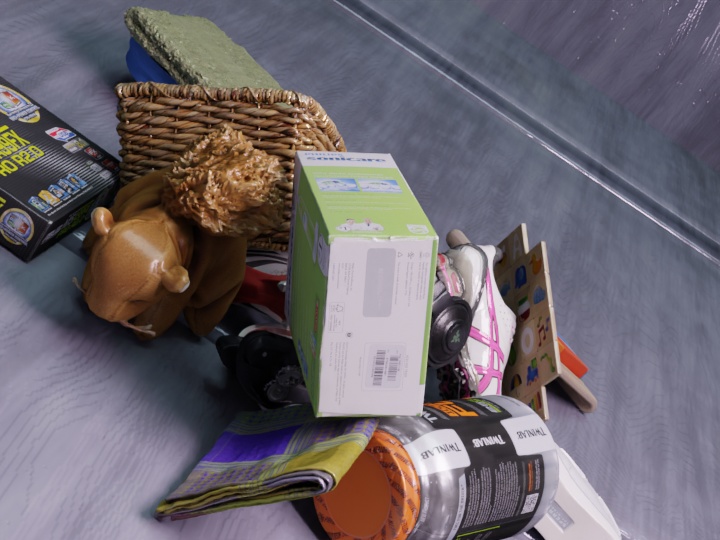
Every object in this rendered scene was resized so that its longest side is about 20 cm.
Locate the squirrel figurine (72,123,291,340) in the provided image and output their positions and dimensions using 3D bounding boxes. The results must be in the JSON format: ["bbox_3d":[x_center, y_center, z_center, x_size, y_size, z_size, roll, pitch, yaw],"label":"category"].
[{"bbox_3d":[-0.153,-0.036,1.257,0.141,0.200,0.187,43,10,5],"label":"squirrel figurine"}]

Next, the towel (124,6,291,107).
[{"bbox_3d":[-0.159,-0.216,1.664,0.200,0.037,0.148,46,24,24],"label":"towel"}]

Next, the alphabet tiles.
[{"bbox_3d":[0.149,0.064,1.500,0.006,0.166,0.201,4,66,-20],"label":"alphabet tiles"}]

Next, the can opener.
[{"bbox_3d":[-0.027,0.095,1.297,0.199,0.064,0.079,22,25,-30],"label":"can opener"}]

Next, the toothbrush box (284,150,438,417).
[{"bbox_3d":[-0.005,0.006,1.192,0.086,0.147,0.200,0,21,-11],"label":"toothbrush box"}]

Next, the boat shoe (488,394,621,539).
[{"bbox_3d":[0.176,0.196,1.423,0.200,0.072,0.068,45,14,5],"label":"boat shoe"}]

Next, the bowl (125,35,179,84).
[{"bbox_3d":[-0.175,-0.208,1.727,0.200,0.039,0.201,30,21,-13],"label":"bowl"}]

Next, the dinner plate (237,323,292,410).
[{"bbox_3d":[-0.031,0.120,1.357,0.199,0.024,0.200,29,22,-13],"label":"dinner plate"}]

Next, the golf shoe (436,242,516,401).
[{"bbox_3d":[0.117,0.074,1.464,0.092,0.201,0.073,-15,12,-23],"label":"golf shoe"}]

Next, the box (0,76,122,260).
[{"bbox_3d":[-0.311,-0.097,1.366,0.160,0.044,0.200,36,21,0],"label":"box"}]

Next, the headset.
[{"bbox_3d":[0.043,0.062,1.368,0.201,0.094,0.123,57,-28,-16],"label":"headset"}]

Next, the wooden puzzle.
[{"bbox_3d":[0.185,0.053,1.707,0.200,0.037,0.185,47,5,-49],"label":"wooden puzzle"}]

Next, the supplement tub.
[{"bbox_3d":[0.061,0.168,1.243,0.199,0.123,0.123,-1,41,-50],"label":"supplement tub"}]

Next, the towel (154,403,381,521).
[{"bbox_3d":[-0.058,0.132,1.146,0.200,0.143,0.023,-45,119,-67],"label":"towel"}]

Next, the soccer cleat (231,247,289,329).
[{"bbox_3d":[-0.066,0.017,1.394,0.199,0.069,0.085,17,27,21],"label":"soccer cleat"}]

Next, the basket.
[{"bbox_3d":[-0.113,-0.105,1.429,0.199,0.150,0.143,4,12,20],"label":"basket"}]
